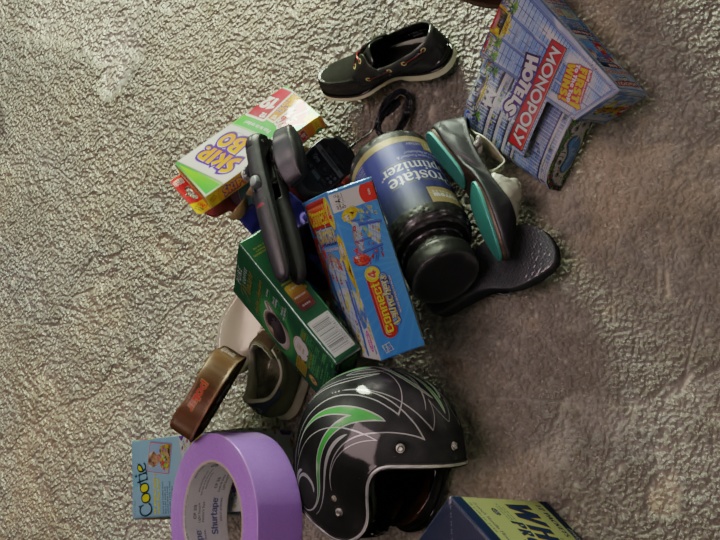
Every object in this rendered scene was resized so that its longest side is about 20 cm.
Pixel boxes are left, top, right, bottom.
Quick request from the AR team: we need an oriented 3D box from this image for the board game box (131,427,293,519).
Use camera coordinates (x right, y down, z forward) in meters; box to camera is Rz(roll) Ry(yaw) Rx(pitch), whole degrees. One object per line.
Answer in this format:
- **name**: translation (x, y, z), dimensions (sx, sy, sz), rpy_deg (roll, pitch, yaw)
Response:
- **board game box**: translation (-0.192, 0.266, 1.855), dimensions (0.198, 0.102, 0.107), rpy_deg (-10, 77, 36)

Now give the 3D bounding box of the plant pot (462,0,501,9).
- **plant pot**: translation (0.169, -0.450, 1.667), dimensions (0.199, 0.199, 0.201), rpy_deg (-30, 57, 30)

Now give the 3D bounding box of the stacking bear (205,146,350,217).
- **stacking bear**: translation (-0.089, -0.112, 1.852), dimensions (0.198, 0.121, 0.116), rpy_deg (10, 92, 29)

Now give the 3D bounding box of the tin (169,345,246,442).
- **tin**: translation (-0.186, 0.148, 1.749), dimensions (0.042, 0.200, 0.113), rpy_deg (35, 90, 1)

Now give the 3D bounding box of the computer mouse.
- **computer mouse**: translation (-0.009, -0.159, 1.782), dimensions (0.059, 0.199, 0.034), rpy_deg (53, 160, -7)

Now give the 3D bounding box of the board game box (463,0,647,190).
- **board game box**: translation (0.219, -0.203, 1.629), dimensions (0.200, 0.061, 0.202), rpy_deg (41, 118, 37)

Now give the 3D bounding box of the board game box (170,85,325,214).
- **board game box**: translation (-0.148, -0.154, 1.820), dimensions (0.199, 0.030, 0.096), rpy_deg (-38, 44, -8)

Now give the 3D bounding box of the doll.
- **doll**: translation (-0.070, -0.028, 1.796), dimensions (0.199, 0.049, 0.137), rpy_deg (38, 110, -2)

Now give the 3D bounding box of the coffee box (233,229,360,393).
- **coffee box**: translation (-0.080, 0.057, 1.740), dimensions (0.200, 0.044, 0.123), rpy_deg (49, 156, 20)

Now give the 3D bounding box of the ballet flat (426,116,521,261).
- **ballet flat**: translation (0.145, -0.102, 1.650), dimensions (0.073, 0.073, 0.201), rpy_deg (-43, 56, 23)

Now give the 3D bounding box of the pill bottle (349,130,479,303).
- **pill bottle**: translation (0.066, -0.062, 1.690), dimensions (0.112, 0.111, 0.201), rpy_deg (-45, 46, 22)

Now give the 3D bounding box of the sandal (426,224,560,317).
- **sandal**: translation (0.159, 0.000, 1.679), dimensions (0.199, 0.042, 0.077), rpy_deg (-21, 61, 44)

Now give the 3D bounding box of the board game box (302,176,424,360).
- **board game box**: translation (0.000, 0.000, 1.672), dimensions (0.055, 0.200, 0.199), rpy_deg (-19, 92, -10)

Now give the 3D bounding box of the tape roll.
- **tape roll**: translation (-0.148, 0.293, 1.680), dimensions (0.199, 0.065, 0.204), rpy_deg (-6, 83, 54)

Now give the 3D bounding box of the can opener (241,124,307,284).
- **can opener**: translation (-0.102, -0.078, 1.708), dimensions (0.078, 0.063, 0.203), rpy_deg (-32, 57, 45)

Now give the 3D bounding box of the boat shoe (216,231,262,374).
- **boat shoe**: translation (-0.136, 0.041, 1.884), dimensions (0.071, 0.059, 0.203), rpy_deg (13, 90, 25)

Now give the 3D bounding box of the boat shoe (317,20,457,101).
- **boat shoe**: translation (0.024, -0.267, 1.806), dimensions (0.199, 0.063, 0.075), rpy_deg (-10, 52, 36)

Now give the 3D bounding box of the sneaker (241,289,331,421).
- **sneaker**: translation (-0.099, 0.090, 1.825), dimensions (0.067, 0.089, 0.203), rpy_deg (13, 89, 39)

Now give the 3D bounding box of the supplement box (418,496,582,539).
- **supplement box**: translation (0.136, 0.362, 1.518), dimensions (0.134, 0.199, 0.201), rpy_deg (45, 108, 34)

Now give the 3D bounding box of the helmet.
- **helmet**: translation (0.022, 0.205, 1.649), dimensions (0.199, 0.199, 0.193), rpy_deg (36, 110, 36)
